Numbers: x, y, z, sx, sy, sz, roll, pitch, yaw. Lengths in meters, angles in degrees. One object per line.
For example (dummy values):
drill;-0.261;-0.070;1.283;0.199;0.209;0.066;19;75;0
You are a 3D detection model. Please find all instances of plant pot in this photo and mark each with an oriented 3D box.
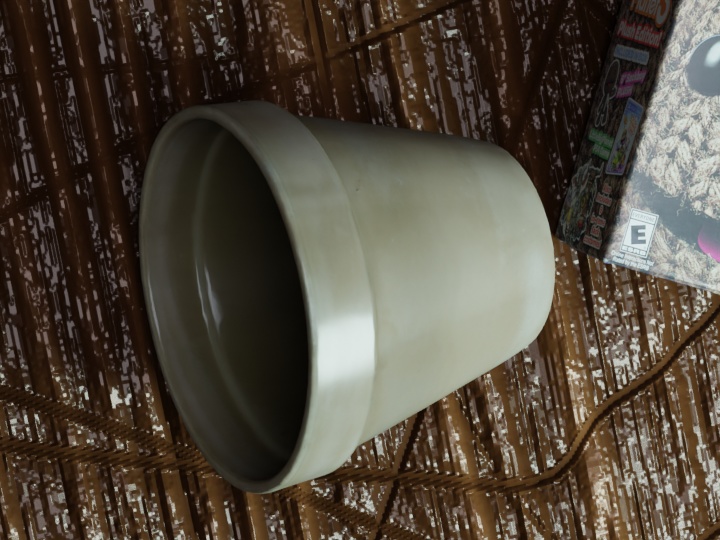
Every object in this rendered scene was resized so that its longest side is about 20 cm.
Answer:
plant pot;0.000;0.000;1.211;0.173;0.200;0.201;-12;95;-29

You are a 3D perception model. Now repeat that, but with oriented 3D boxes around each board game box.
board game box;0.220;-0.087;1.280;0.159;0.097;0.201;14;95;-13
